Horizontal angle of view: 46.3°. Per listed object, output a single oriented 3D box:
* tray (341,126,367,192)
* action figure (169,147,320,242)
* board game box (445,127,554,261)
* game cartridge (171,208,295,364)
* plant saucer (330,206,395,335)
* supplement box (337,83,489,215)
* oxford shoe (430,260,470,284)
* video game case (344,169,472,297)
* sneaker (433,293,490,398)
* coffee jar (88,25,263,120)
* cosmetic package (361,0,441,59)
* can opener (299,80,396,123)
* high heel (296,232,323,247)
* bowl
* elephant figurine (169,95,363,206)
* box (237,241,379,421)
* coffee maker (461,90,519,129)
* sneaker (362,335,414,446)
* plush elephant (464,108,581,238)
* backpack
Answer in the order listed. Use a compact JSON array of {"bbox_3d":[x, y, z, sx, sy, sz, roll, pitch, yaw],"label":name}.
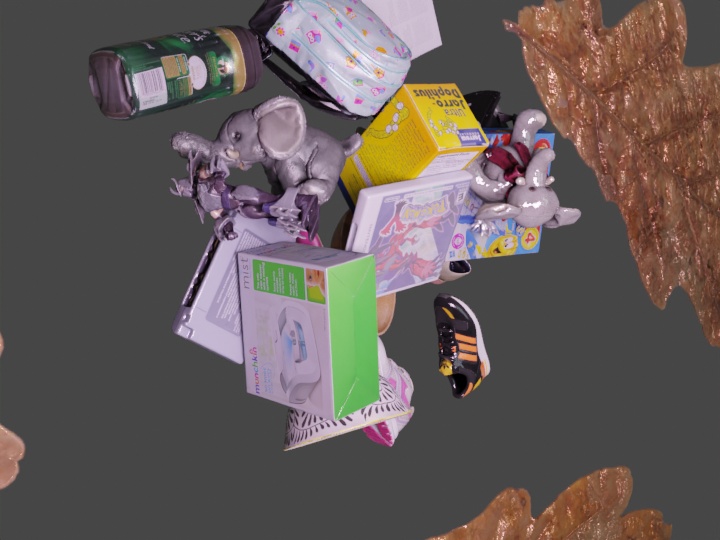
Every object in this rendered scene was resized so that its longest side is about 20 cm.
[{"bbox_3d":[0.045,-0.146,1.351,0.199,0.022,0.109,19,83,-44],"label":"tray"},{"bbox_3d":[-0.151,-0.088,1.066,0.131,0.198,0.070,85,19,-59],"label":"action figure"},{"bbox_3d":[0.206,-0.123,1.339,0.194,0.056,0.202,-6,110,-30],"label":"board game box"},{"bbox_3d":[-0.167,0.019,1.164,0.133,0.040,0.202,33,73,-38],"label":"game cartridge"},{"bbox_3d":[0.000,0.000,1.279,0.200,0.035,0.203,-10,90,-67],"label":"plant saucer"},{"bbox_3d":[0.067,-0.161,1.202,0.108,0.200,0.110,-12,68,-42],"label":"supplement box"},{"bbox_3d":[0.109,-0.039,1.384,0.199,0.073,0.072,28,62,-46],"label":"oxford shoe"},{"bbox_3d":[0.059,-0.044,1.171,0.199,0.023,0.184,-16,134,-39],"label":"video game case"},{"bbox_3d":[0.166,0.136,1.475,0.090,0.070,0.201,-47,127,-32],"label":"sneaker"},{"bbox_3d":[-0.220,-0.244,1.026,0.199,0.104,0.086,-25,115,-40],"label":"coffee jar"},{"bbox_3d":[0.040,-0.418,1.286,0.150,0.051,0.202,-35,119,-37],"label":"cosmetic package"},{"bbox_3d":[-0.004,-0.262,1.262,0.199,0.066,0.053,12,89,-39],"label":"can opener"},{"bbox_3d":[-0.091,0.029,1.225,0.095,0.067,0.202,-16,113,-17],"label":"high heel"},{"bbox_3d":[-0.030,0.192,1.240,0.199,0.200,0.095,-8,76,-43],"label":"bowl"},{"bbox_3d":[-0.122,-0.171,1.126,0.200,0.141,0.156,45,36,-21],"label":"elephant figurine"},{"bbox_3d":[-0.068,0.073,1.120,0.096,0.175,0.202,-16,109,-46],"label":"box"},{"bbox_3d":[0.206,-0.171,1.442,0.192,0.134,0.200,-47,125,-10],"label":"coffee maker"},{"bbox_3d":[0.034,0.179,1.357,0.088,0.081,0.202,-36,126,-39],"label":"sneaker"},{"bbox_3d":[0.231,-0.128,1.222,0.163,0.155,0.202,-4,108,-30],"label":"plush elephant"},{"bbox_3d":[-0.033,-0.297,1.116,0.200,0.127,0.167,42,37,-4],"label":"backpack"}]
